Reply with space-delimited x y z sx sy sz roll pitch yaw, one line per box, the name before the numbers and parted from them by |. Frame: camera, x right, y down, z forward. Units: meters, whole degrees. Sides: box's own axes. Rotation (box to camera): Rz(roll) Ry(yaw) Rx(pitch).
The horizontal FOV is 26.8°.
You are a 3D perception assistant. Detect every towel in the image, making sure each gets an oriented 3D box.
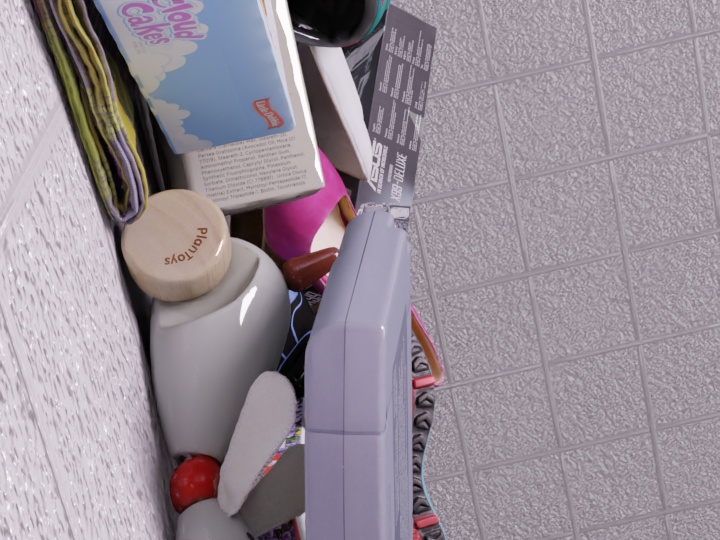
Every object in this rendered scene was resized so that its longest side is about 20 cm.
towel | -0.122 -0.129 0.688 0.201 0.023 0.145 -101 178 -52

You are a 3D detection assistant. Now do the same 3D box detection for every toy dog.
toy dog | -0.044 0.059 0.677 0.132 0.095 0.202 71 7 -80

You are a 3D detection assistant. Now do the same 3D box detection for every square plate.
square plate | -0.057 -0.173 1.067 0.198 0.028 0.202 33 -33 64

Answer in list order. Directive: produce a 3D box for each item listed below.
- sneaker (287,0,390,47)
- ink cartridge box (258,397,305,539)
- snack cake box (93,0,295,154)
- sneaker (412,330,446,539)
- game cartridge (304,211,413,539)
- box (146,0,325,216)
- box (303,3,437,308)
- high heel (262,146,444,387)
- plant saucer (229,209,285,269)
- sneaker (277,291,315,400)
sneaker | -0.039 -0.210 0.897 0.201 0.083 0.122 56 31 -38
ink cartridge box | -0.044 0.155 0.853 0.200 0.050 0.110 -93 170 -78
snack cake box | -0.081 -0.145 0.681 0.200 0.066 0.116 75 4 -72
sneaker | 0.002 0.118 0.922 0.095 0.078 0.203 164 -80 -78
game cartridge | 0.002 0.091 0.662 0.134 0.040 0.202 -83 172 -66
box | -0.084 -0.132 0.843 0.068 0.081 0.202 169 -90 -72
box | -0.016 -0.077 1.131 0.157 0.049 0.202 -28 -133 53
high heel | 0.000 0.000 0.951 0.067 0.095 0.201 -48 145 -32
plant saucer | -0.062 -0.054 1.041 0.200 0.035 0.203 -178 -90 -79
sneaker | -0.040 0.060 0.970 0.078 0.070 0.200 38 -9 12
